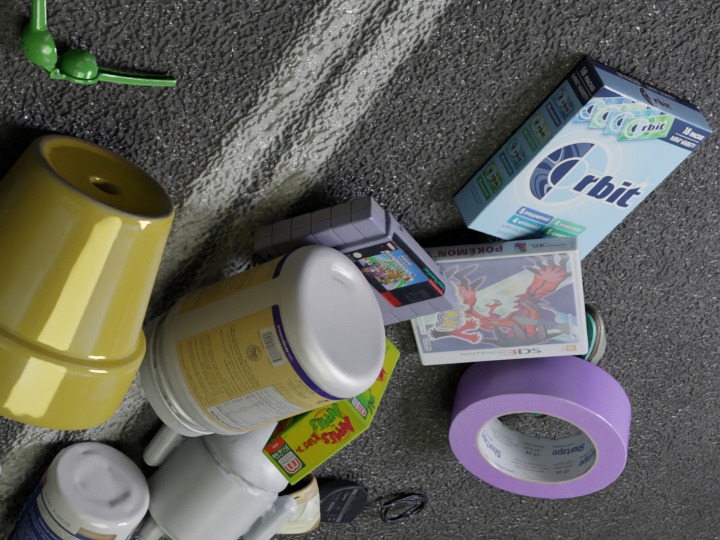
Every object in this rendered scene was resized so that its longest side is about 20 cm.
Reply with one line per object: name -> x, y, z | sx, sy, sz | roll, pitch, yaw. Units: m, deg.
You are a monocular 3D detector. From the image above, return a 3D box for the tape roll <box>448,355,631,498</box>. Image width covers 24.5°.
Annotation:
tape roll -> 0.202, 0.175, 1.866 | 0.200, 0.066, 0.200 | 9, 141, 7

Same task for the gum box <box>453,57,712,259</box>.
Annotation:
gum box -> 0.217, -0.102, 1.619 | 0.170, 0.045, 0.200 | 16, 128, -41

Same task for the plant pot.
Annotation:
plant pot -> -0.252, 0.000, 1.375 | 0.201, 0.201, 0.189 | 14, 115, -41

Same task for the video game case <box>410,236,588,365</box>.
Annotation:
video game case -> 0.140, 0.035, 1.714 | 0.182, 0.023, 0.200 | -5, 145, 8

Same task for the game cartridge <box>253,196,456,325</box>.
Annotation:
game cartridge -> 0.000, 0.000, 1.604 | 0.129, 0.038, 0.200 | -11, 150, 24

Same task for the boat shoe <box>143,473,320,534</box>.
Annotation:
boat shoe -> -0.143, 0.257, 1.857 | 0.200, 0.074, 0.067 | -3, 116, -16

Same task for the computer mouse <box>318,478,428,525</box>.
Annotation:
computer mouse -> 0.006, 0.276, 1.995 | 0.200, 0.034, 0.059 | 13, 114, -46

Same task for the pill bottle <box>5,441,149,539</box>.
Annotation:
pill bottle -> -0.310, 0.282, 1.751 | 0.111, 0.111, 0.200 | 7, 134, -35

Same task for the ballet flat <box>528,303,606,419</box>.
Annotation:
ballet flat -> 0.240, 0.095, 1.872 | 0.064, 0.067, 0.200 | -18, 151, -31

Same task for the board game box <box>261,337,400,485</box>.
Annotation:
board game box -> -0.026, 0.130, 1.664 | 0.102, 0.200, 0.048 | -39, 97, 19

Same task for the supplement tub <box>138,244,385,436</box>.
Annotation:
supplement tub -> -0.094, 0.071, 1.546 | 0.200, 0.146, 0.145 | -20, 149, 31

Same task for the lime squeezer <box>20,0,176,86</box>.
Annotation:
lime squeezer -> -0.223, -0.179, 1.295 | 0.071, 0.038, 0.200 | -56, 142, -9

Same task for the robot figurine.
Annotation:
robot figurine -> -0.149, 0.221, 1.751 | 0.170, 0.113, 0.200 | 40, 104, -12
